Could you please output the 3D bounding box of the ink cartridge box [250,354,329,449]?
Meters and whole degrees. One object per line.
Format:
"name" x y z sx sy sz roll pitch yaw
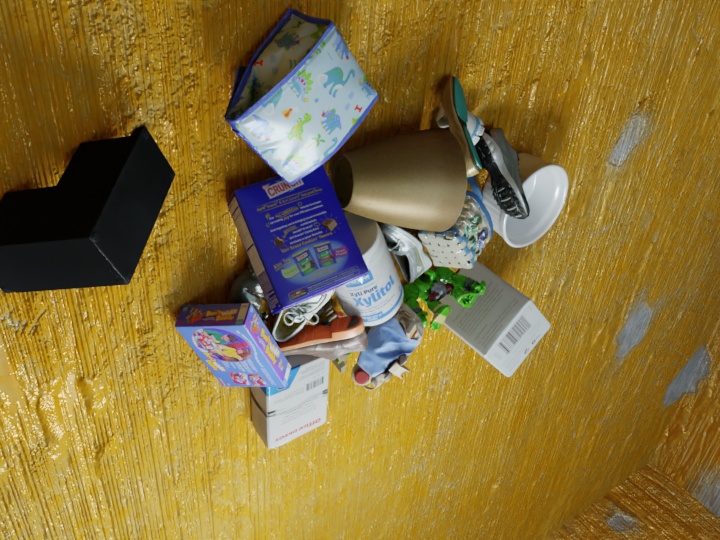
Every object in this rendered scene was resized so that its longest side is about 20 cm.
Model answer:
"ink cartridge box" -0.145 0.244 1.412 0.145 0.084 0.202 -19 133 -30

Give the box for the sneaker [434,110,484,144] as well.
"sneaker" 0.155 -0.227 1.337 0.086 0.075 0.202 30 87 -42

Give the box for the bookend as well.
"bookend" -0.379 -0.080 0.920 0.197 0.200 0.093 -5 140 17

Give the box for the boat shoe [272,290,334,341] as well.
"boat shoe" -0.110 0.067 1.254 0.074 0.087 0.202 34 132 -12

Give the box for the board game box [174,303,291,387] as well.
"board game box" -0.220 0.137 1.227 0.201 0.133 0.045 68 27 -47

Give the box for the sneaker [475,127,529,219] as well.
"sneaker" 0.300 -0.200 1.413 0.079 0.074 0.202 -27 94 -23

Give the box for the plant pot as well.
"plant pot" 0.056 -0.160 1.229 0.198 0.187 0.188 -3 124 -26

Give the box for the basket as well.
"basket" 0.202 -0.115 1.423 0.177 0.138 0.202 50 49 -51

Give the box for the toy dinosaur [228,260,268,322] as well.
"toy dinosaur" -0.186 0.030 1.231 0.102 0.077 0.200 32 114 -30

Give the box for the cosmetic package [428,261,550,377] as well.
"cosmetic package" 0.302 0.109 1.627 0.165 0.200 0.165 -50 140 1

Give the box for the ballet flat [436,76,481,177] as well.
"ballet flat" 0.168 -0.261 1.264 0.062 0.202 0.068 -19 157 24

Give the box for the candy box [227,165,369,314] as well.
"candy box" -0.103 -0.054 1.137 0.168 0.202 0.077 -21 177 -27

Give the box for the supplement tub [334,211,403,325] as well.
"supplement tub" 0.000 0.000 1.319 0.132 0.132 0.201 -39 140 -12

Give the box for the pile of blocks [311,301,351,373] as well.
"pile of blocks" -0.047 0.129 1.415 0.062 0.082 0.201 -35 138 -15

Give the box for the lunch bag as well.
"lunch bag" -0.094 -0.251 1.040 0.201 0.127 0.170 -56 141 -7

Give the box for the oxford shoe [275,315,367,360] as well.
"oxford shoe" -0.082 0.146 1.329 0.197 0.072 0.074 -11 116 12

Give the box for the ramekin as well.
"ramekin" 0.359 -0.162 1.547 0.199 0.098 0.202 -23 133 -27

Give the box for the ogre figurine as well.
"ogre figurine" 0.169 0.049 1.521 0.199 0.120 0.098 -39 144 -10

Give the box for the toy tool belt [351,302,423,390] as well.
"toy tool belt" 0.045 0.165 1.393 0.201 0.124 0.123 -51 -176 11

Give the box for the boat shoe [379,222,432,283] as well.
"boat shoe" 0.085 -0.040 1.413 0.065 0.074 0.202 -50 147 -5
